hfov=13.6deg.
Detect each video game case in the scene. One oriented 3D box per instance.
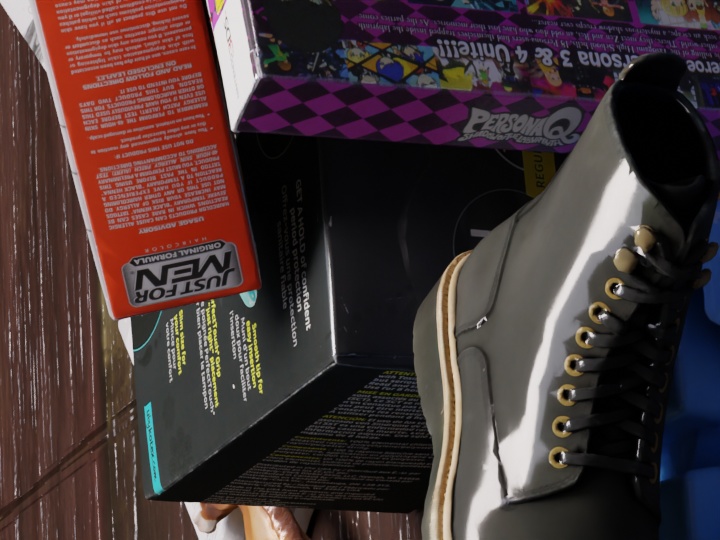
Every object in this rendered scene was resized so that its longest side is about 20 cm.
[{"bbox_3d":[0.037,-0.123,1.062,0.036,0.199,0.182,121,144,-49],"label":"video game case"}]

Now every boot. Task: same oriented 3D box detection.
[{"bbox_3d":[0.078,0.043,0.964,0.139,0.077,0.201,-55,39,42],"label":"boot"}]

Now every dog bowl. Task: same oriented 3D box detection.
[{"bbox_3d":[0.114,0.066,1.041,0.111,0.049,0.201,148,122,-61],"label":"dog bowl"}]

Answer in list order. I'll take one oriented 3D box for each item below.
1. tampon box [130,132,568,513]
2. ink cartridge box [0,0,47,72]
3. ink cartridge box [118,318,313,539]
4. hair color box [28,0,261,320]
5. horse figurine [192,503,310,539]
[{"bbox_3d":[0.000,0.000,1.212,0.200,0.125,0.151,143,127,-58],"label":"tampon box"},{"bbox_3d":[-0.086,-0.125,1.293,0.116,0.067,0.201,-39,82,38],"label":"ink cartridge box"},{"bbox_3d":[-0.057,0.021,1.441,0.200,0.050,0.162,-115,37,-52],"label":"ink cartridge box"},{"bbox_3d":[-0.085,-0.094,1.081,0.102,0.061,0.201,-104,3,-53],"label":"hair color box"},{"bbox_3d":[-0.022,0.173,1.317,0.200,0.050,0.133,43,128,53],"label":"horse figurine"}]
